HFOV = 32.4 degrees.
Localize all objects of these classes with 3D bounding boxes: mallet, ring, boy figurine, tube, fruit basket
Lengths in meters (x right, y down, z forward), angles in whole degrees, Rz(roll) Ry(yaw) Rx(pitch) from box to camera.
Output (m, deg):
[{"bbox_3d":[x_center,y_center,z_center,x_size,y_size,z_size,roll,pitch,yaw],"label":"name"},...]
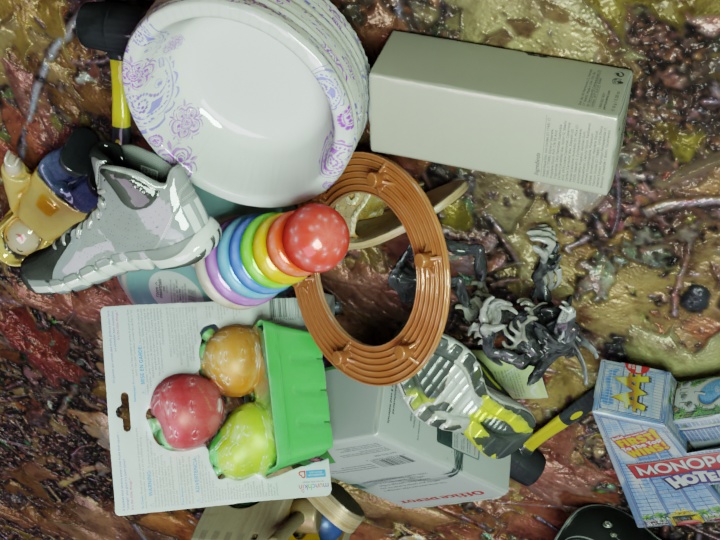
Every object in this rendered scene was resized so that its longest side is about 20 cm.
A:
[{"bbox_3d":[-0.220,-0.137,1.091,0.065,0.041,0.202,17,116,16],"label":"mallet"},{"bbox_3d":[0.000,0.000,1.053,0.199,0.019,0.203,13,107,48],"label":"ring"},{"bbox_3d":[-0.314,-0.070,1.243,0.124,0.065,0.199,41,134,-19],"label":"boy figurine"},{"bbox_3d":[0.085,0.103,1.238,0.198,0.058,0.053,0,93,22],"label":"tube"},{"bbox_3d":[-0.130,0.120,1.116,0.198,0.187,0.094,-4,164,-15],"label":"fruit basket"},{"bbox_3d":[0.192,0.147,1.238,0.065,0.041,0.200,28,134,-8],"label":"mallet"}]

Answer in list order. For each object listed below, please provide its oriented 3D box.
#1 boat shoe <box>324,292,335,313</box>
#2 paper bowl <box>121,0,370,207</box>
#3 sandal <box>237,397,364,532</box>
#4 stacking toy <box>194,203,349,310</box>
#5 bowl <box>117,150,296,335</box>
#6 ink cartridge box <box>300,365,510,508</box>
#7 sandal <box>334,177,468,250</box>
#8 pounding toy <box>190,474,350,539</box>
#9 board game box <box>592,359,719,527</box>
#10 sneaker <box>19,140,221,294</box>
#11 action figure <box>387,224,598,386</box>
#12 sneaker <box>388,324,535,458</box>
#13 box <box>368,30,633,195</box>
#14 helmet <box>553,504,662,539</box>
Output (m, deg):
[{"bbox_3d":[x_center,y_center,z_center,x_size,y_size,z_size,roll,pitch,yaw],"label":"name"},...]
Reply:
[{"bbox_3d":[-0.075,0.087,1.276,0.070,0.073,0.201,20,140,0],"label":"boat shoe"},{"bbox_3d":[-0.085,-0.159,1.012,0.198,0.105,0.202,14,136,14],"label":"paper bowl"},{"bbox_3d":[-0.086,0.214,1.292,0.211,0.070,0.077,42,-174,36],"label":"sandal"},{"bbox_3d":[-0.067,-0.016,1.040,0.085,0.086,0.199,43,156,-19],"label":"stacking toy"},{"bbox_3d":[-0.157,-0.011,1.196,0.199,0.106,0.202,13,136,13],"label":"bowl"},{"bbox_3d":[0.036,0.165,1.229,0.146,0.084,0.199,-16,145,41],"label":"ink cartridge box"},{"bbox_3d":[-0.005,-0.060,1.098,0.211,0.078,0.070,-23,105,42],"label":"sandal"},{"bbox_3d":[-0.090,0.293,1.405,0.141,0.185,0.201,-2,131,27],"label":"pounding toy"},{"bbox_3d":[0.309,0.156,1.149,0.198,0.062,0.200,-15,133,36],"label":"board game box"},{"bbox_3d":[-0.223,-0.053,1.063,0.198,0.075,0.116,-12,116,20],"label":"sneaker"},{"bbox_3d":[0.127,0.023,1.085,0.198,0.119,0.102,27,145,7],"label":"action figure"},{"bbox_3d":[0.079,0.103,1.127,0.074,0.085,0.200,-45,130,1],"label":"sneaker"},{"bbox_3d":[0.109,-0.126,0.978,0.198,0.069,0.083,14,136,14],"label":"box"},{"bbox_3d":[0.277,0.365,1.310,0.190,0.200,0.201,30,141,20],"label":"helmet"}]
